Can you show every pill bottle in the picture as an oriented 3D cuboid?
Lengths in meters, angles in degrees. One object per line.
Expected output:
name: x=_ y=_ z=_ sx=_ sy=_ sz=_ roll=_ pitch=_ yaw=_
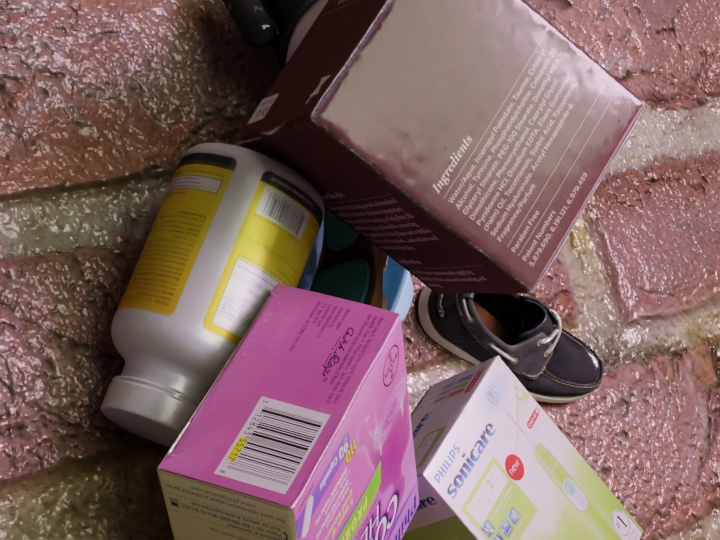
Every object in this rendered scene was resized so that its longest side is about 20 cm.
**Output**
pill bottle: x=-0.107 y=0.021 z=1.155 sx=0.112 sy=0.112 sz=0.201 roll=31 pitch=70 yaw=-28

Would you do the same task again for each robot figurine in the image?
robot figurine: x=-0.019 y=-0.212 z=1.319 sx=0.125 sy=0.150 sz=0.201 roll=51 pitch=11 yaw=-49

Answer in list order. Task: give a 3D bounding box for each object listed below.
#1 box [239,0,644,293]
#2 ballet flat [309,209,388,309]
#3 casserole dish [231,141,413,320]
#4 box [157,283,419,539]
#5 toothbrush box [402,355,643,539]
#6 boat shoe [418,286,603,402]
box: x=0.055 y=-0.104 z=1.161 sx=0.200 sy=0.166 sz=0.165 roll=37 pitch=77 yaw=-18
ballet flat: x=0.000 y=0.000 z=1.258 sx=0.063 sy=0.068 sz=0.201 roll=36 pitch=52 yaw=-42
casserole dish: x=-0.042 y=-0.023 z=1.300 sx=0.200 sy=0.039 sz=0.122 roll=39 pitch=50 yaw=-22
box: x=-0.040 y=0.147 z=1.111 sx=0.201 sy=0.096 sz=0.176 roll=85 pitch=27 yaw=-43
toothbrush box: x=0.114 y=0.195 z=1.309 sx=0.200 sy=0.086 sz=0.146 roll=50 pitch=46 yaw=-11
boat shoe: x=0.143 y=0.059 z=1.409 sx=0.199 sy=0.067 sz=0.072 roll=27 pitch=53 yaw=-32
